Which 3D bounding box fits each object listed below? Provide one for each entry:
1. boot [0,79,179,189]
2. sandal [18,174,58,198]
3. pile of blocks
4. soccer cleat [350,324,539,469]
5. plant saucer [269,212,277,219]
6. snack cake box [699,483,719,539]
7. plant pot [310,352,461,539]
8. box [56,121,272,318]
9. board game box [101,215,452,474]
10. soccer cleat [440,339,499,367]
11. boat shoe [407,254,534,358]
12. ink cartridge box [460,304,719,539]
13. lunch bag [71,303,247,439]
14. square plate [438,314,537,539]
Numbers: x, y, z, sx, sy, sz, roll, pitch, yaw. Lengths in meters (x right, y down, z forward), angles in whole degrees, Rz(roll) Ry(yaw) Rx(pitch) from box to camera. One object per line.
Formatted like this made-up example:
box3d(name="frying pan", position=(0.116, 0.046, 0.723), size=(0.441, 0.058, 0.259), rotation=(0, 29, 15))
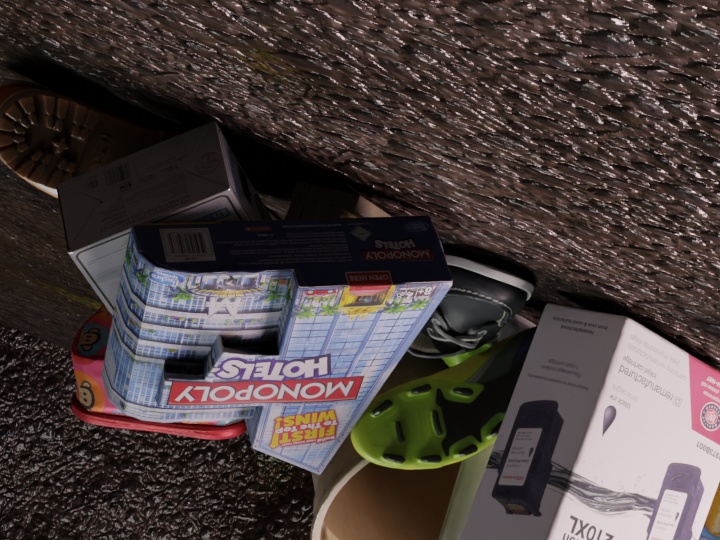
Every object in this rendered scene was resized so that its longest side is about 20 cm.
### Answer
box3d(name="boot", position=(-0.166, -0.076, 1.424), size=(0.199, 0.075, 0.107), rotation=(27, -178, -27))
box3d(name="sandal", position=(-0.158, -0.032, 1.488), size=(0.206, 0.059, 0.079), rotation=(25, -147, 0))
box3d(name="pile of blocks", position=(0.000, 0.000, 1.456), size=(0.082, 0.062, 0.200), rotation=(19, 171, 17))
box3d(name="soccer cleat", position=(0.080, 0.092, 1.490), size=(0.199, 0.065, 0.084), rotation=(-22, -177, -19))
box3d(name="plant saucer", position=(-0.155, -0.057, 1.598), size=(0.199, 0.030, 0.200), rotation=(20, 171, 3))
box3d(name="snack cake box", position=(0.306, 0.170, 1.562), size=(0.199, 0.116, 0.067), rotation=(17, 170, 24))
box3d(name="plant pot", position=(0.031, 0.136, 1.700), size=(0.200, 0.201, 0.184), rotation=(29, -156, -37))
box3d(name="box", position=(-0.107, 0.002, 1.382), size=(0.116, 0.060, 0.200), rotation=(-21, 142, 5))
box3d(name="board game box", position=(-0.062, 0.055, 1.364), size=(0.199, 0.062, 0.200), rotation=(-2, 138, -18))
box3d(name="soccer cleat", position=(0.129, 0.079, 1.646), size=(0.200, 0.068, 0.081), rotation=(32, -178, -38))
box3d(name="boat shoe", position=(0.070, 0.031, 1.472), size=(0.075, 0.061, 0.200), rotation=(22, 171, -4))
box3d(name="ink cartridge box", position=(0.163, 0.145, 1.423), size=(0.144, 0.201, 0.084), rotation=(28, 169, -37))
box3d(name="lunch bag", position=(-0.131, 0.067, 1.704), size=(0.175, 0.082, 0.200), rotation=(5, -160, 11))
box3d(name="square plate", position=(0.155, 0.160, 1.587), size=(0.198, 0.201, 0.028), rotation=(28, 163, -37))
